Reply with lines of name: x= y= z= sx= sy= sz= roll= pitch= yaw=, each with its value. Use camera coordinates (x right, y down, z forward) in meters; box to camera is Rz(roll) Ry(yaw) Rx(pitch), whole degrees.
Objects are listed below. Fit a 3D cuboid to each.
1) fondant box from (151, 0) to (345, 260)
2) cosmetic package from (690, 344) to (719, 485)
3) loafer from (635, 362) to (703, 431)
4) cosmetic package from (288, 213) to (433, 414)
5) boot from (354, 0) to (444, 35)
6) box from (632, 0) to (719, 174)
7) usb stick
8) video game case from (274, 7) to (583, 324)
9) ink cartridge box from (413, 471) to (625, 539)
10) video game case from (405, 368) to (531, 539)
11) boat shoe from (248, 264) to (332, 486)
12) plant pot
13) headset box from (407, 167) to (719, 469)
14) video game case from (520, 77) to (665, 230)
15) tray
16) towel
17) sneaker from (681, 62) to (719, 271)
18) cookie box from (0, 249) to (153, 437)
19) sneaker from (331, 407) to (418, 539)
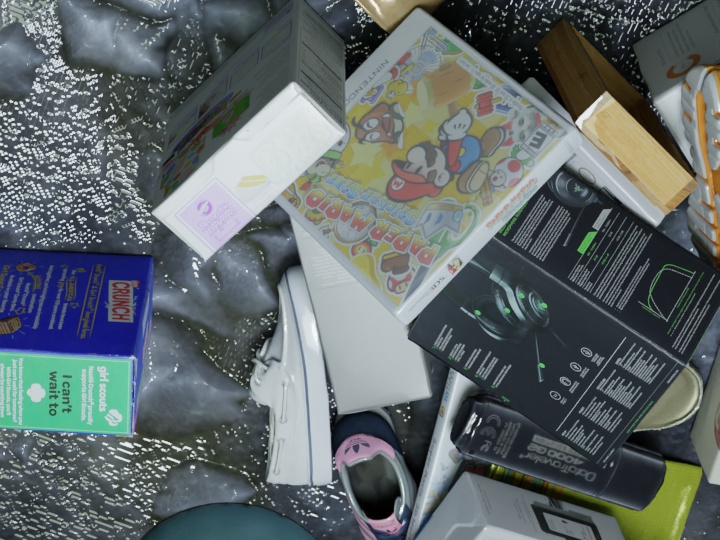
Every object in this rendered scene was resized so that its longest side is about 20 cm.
fondant box: x=-0.080 y=-0.110 z=1.535 sx=0.144 sy=0.200 sz=0.058 roll=-41 pitch=108 yaw=17
cosmetic package: x=0.351 y=0.078 z=1.683 sx=0.102 sy=0.087 sz=0.202 roll=10 pitch=114 yaw=-6
loafer: x=0.200 y=0.098 z=1.678 sx=0.198 sy=0.068 sz=0.076 roll=8 pitch=107 yaw=-25
cosmetic package: x=0.000 y=0.000 z=1.637 sx=0.089 sy=0.107 sz=0.202 roll=-8 pitch=112 yaw=4
boot: x=0.044 y=-0.294 z=1.530 sx=0.200 sy=0.066 sz=0.175 roll=-41 pitch=108 yaw=17
box: x=0.319 y=-0.164 z=1.556 sx=0.199 sy=0.125 sz=0.098 roll=-30 pitch=112 yaw=13
usb stick: x=0.164 y=0.149 z=1.686 sx=0.199 sy=0.033 sz=0.056 roll=20 pitch=105 yaw=-26
video game case: x=0.037 y=-0.081 z=1.492 sx=0.182 sy=0.200 sz=0.023 roll=-46 pitch=138 yaw=-1
ink cartridge box: x=0.144 y=0.250 z=1.696 sx=0.199 sy=0.068 sz=0.116 roll=20 pitch=120 yaw=-28
video game case: x=0.119 y=0.168 z=1.719 sx=0.142 sy=0.018 sz=0.202 roll=7 pitch=106 yaw=-25
boat shoe: x=-0.060 y=0.092 z=1.694 sx=0.065 sy=0.074 sz=0.202 roll=-5 pitch=113 yaw=-3
plant pot: x=-0.114 y=0.320 z=1.760 sx=0.198 sy=0.135 sz=0.202 roll=0 pitch=114 yaw=-1
headset box: x=0.146 y=0.026 z=1.539 sx=0.199 sy=0.093 sz=0.175 roll=33 pitch=146 yaw=5
video game case: x=0.128 y=-0.049 z=1.577 sx=0.143 sy=0.018 sz=0.200 roll=44 pitch=145 yaw=-3
tray: x=0.187 y=-0.118 z=1.533 sx=0.099 sy=0.200 sz=0.037 roll=42 pitch=103 yaw=-17
towel: x=0.194 y=0.189 z=1.733 sx=0.198 sy=0.018 sz=0.087 roll=12 pitch=105 yaw=-24
sneaker: x=0.284 y=-0.063 z=1.497 sx=0.077 sy=0.078 sz=0.201 roll=-18 pitch=125 yaw=-15
cookie box: x=-0.267 y=0.053 z=1.622 sx=0.198 sy=0.172 sz=0.076 roll=3 pitch=117 yaw=-2
sneaker: x=0.024 y=0.212 z=1.742 sx=0.070 sy=0.082 sz=0.201 roll=-22 pitch=113 yaw=11
